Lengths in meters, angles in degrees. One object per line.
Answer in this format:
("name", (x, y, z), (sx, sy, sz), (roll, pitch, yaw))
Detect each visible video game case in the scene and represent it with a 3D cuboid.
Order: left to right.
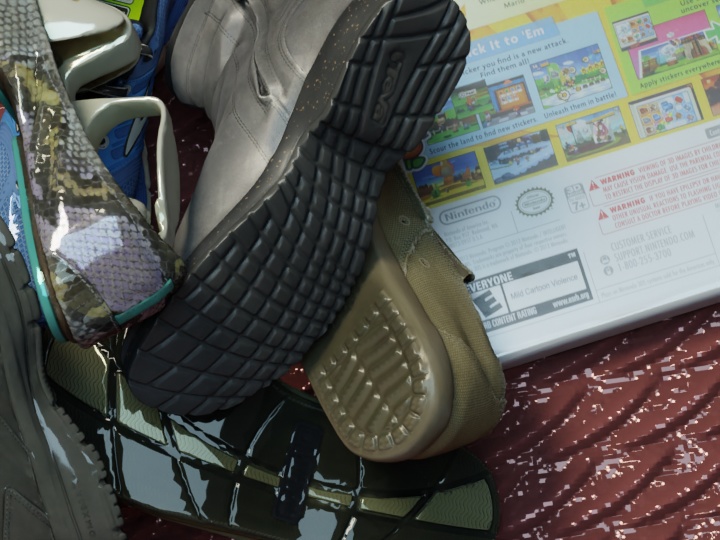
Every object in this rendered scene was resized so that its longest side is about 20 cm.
("video game case", (0.107, -0.067, 1.064), (0.199, 0.023, 0.183), (-17, 76, 1))

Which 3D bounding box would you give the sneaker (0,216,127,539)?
("sneaker", (-0.159, 0.042, 0.949), (0.091, 0.076, 0.201), (-23, 92, -19))

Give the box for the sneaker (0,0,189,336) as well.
("sneaker", (-0.121, -0.072, 1.049), (0.078, 0.089, 0.201), (9, 77, 8))

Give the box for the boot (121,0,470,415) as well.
("boot", (-0.044, -0.048, 1.003), (0.200, 0.070, 0.132), (-54, 39, 4))

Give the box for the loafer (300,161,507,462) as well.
("loafer", (0.000, 0.000, 1.026), (0.076, 0.067, 0.200), (-39, 51, 25))

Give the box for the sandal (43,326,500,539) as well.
("sandal", (-0.042, 0.077, 1.028), (0.201, 0.057, 0.080), (25, 79, -6))

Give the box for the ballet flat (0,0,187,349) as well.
("ballet flat", (-0.110, -0.063, 0.967), (0.072, 0.072, 0.201), (-21, 61, -1))
